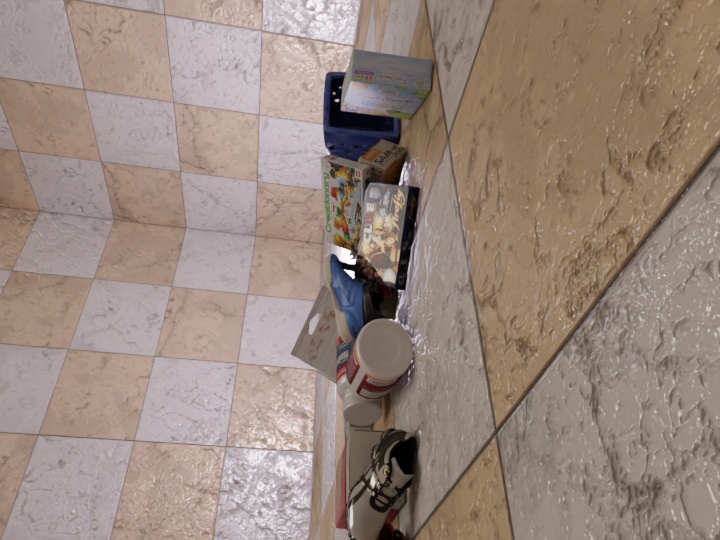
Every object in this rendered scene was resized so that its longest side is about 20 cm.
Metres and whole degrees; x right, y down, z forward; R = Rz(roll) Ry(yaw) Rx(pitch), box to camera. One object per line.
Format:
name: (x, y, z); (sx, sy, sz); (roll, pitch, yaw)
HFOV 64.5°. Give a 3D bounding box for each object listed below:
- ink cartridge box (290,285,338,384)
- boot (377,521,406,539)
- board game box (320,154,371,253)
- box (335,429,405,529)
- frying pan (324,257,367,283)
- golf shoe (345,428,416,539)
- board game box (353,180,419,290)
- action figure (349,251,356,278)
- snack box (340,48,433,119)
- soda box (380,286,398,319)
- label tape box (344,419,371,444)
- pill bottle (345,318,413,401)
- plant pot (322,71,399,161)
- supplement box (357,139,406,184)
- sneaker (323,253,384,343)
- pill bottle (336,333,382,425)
ink cartridge box: (-0.066, 0.167, 1.473); (0.205, 0.173, 0.045); (-64, -28, -3)
boot: (0.035, 0.511, 1.014); (0.201, 0.070, 0.156); (-109, 24, -63)
board game box: (-0.030, -0.145, 1.279); (0.034, 0.124, 0.206); (-31, -50, -41)
box: (0.014, 0.412, 1.113); (0.203, 0.105, 0.131); (104, 169, -51)
frying pan: (0.007, -0.014, 1.314); (0.030, 0.189, 0.118); (-9, 48, 45)
golf shoe: (0.037, 0.360, 0.952); (0.094, 0.076, 0.205); (-35, 29, 60)
board game box: (0.052, -0.075, 1.180); (0.133, 0.034, 0.208); (16, 101, 49)
action figure: (0.006, 0.012, 1.493); (0.200, 0.099, 0.123); (144, 142, -82)
snack box: (0.048, -0.383, 1.193); (0.200, 0.162, 0.070); (161, 113, -82)
soda box: (0.054, 0.001, 1.267); (0.068, 0.062, 0.208); (-150, 66, -81)
label tape box: (-0.011, 0.375, 1.493); (0.146, 0.064, 0.204); (-93, 13, -49)
pill bottle: (0.030, 0.186, 1.134); (0.201, 0.110, 0.118); (111, 163, -61)
plant pot: (-0.002, -0.379, 1.506); (0.181, 0.192, 0.206); (98, 174, -62)
supplement box: (0.036, -0.180, 1.322); (0.126, 0.072, 0.205); (-49, -23, -48)
sneaker: (-0.008, 0.039, 1.185); (0.077, 0.108, 0.205); (52, -161, -54)
pill bottle: (0.001, 0.237, 1.298); (0.204, 0.115, 0.122); (-93, 11, -45)
